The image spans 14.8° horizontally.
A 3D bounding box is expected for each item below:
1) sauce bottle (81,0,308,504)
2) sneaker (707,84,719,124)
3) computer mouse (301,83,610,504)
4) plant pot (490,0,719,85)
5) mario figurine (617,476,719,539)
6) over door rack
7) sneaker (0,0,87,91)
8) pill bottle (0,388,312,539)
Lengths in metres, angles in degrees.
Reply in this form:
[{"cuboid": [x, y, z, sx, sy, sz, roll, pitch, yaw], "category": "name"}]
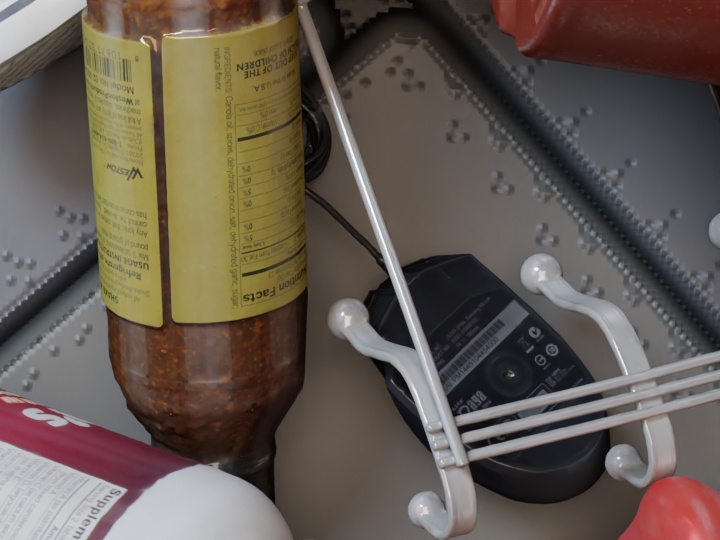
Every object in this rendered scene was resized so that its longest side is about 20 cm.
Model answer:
[{"cuboid": [-0.048, 0.000, 0.832, 0.066, 0.066, 0.200, 0, 113, -1], "category": "sauce bottle"}, {"cuboid": [0.190, -0.013, 0.842, 0.200, 0.060, 0.104, 11, 67, -34], "category": "sneaker"}, {"cuboid": [0.000, 0.000, 0.882, 0.200, 0.034, 0.059, 46, 62, 9], "category": "computer mouse"}, {"cuboid": [0.138, -0.123, 0.718, 0.195, 0.201, 0.201, 3, 85, -8], "category": "plant pot"}, {"cuboid": [0.159, 0.109, 0.824, 0.200, 0.124, 0.106, -14, 52, -9], "category": "mario figurine"}, {"cuboid": [0.058, -0.030, 0.848, 0.148, 0.067, 0.200, -13, 84, -21], "category": "over door rack"}, {"cuboid": [-0.067, -0.133, 0.867, 0.200, 0.078, 0.079, -38, 92, -15], "category": "sneaker"}, {"cuboid": [-0.087, 0.098, 0.796, 0.200, 0.110, 0.110, 18, 85, 26], "category": "pill bottle"}]
